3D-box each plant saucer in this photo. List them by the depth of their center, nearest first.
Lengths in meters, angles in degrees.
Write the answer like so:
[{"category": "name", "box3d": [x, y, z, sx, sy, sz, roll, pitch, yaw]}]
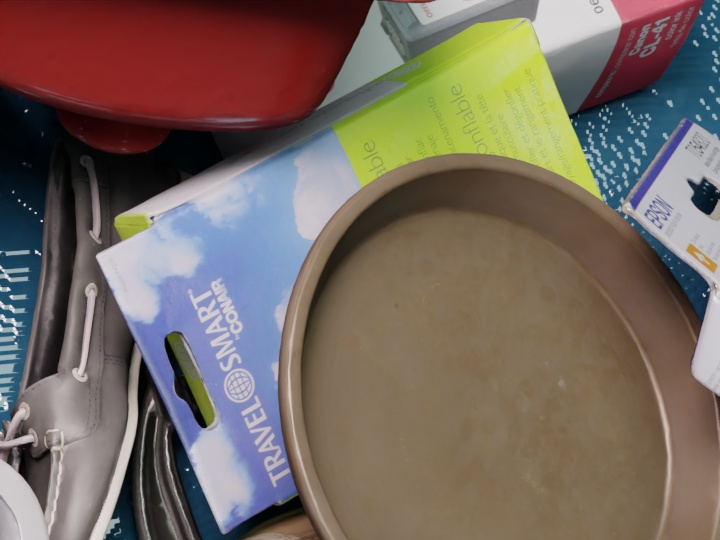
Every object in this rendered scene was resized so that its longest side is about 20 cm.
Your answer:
[{"category": "plant saucer", "box3d": [0.052, 0.056, 0.961, 0.199, 0.029, 0.201, 12, 67, -29]}]

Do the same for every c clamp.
[{"category": "c clamp", "box3d": [-0.007, 0.054, 1.045, 0.199, 0.027, 0.171, -24, 86, -20]}]

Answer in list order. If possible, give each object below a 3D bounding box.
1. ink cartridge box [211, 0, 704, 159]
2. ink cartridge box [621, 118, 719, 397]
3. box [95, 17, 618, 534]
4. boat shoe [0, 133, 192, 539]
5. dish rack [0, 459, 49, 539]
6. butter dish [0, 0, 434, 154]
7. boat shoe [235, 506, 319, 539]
[{"category": "ink cartridge box", "box3d": [0.022, -0.127, 1.111, 0.199, 0.086, 0.148, -21, 72, -23]}, {"category": "ink cartridge box", "box3d": [0.187, 0.027, 1.037, 0.200, 0.041, 0.200, 36, 19, 4]}, {"category": "box", "box3d": [0.000, 0.000, 1.006, 0.199, 0.048, 0.122, -29, 103, -21]}, {"category": "boat shoe", "box3d": [-0.114, 0.034, 1.010, 0.057, 0.067, 0.201, 24, 54, -18]}, {"category": "dish rack", "box3d": [-0.206, 0.097, 0.802, 0.200, 0.043, 0.172, 37, 59, -23]}, {"category": "butter dish", "box3d": [-0.080, -0.112, 0.969, 0.198, 0.148, 0.200, 6, 33, -12]}, {"category": "boat shoe", "box3d": [-0.044, 0.137, 0.972, 0.199, 0.064, 0.072, -20, 92, -16]}]
